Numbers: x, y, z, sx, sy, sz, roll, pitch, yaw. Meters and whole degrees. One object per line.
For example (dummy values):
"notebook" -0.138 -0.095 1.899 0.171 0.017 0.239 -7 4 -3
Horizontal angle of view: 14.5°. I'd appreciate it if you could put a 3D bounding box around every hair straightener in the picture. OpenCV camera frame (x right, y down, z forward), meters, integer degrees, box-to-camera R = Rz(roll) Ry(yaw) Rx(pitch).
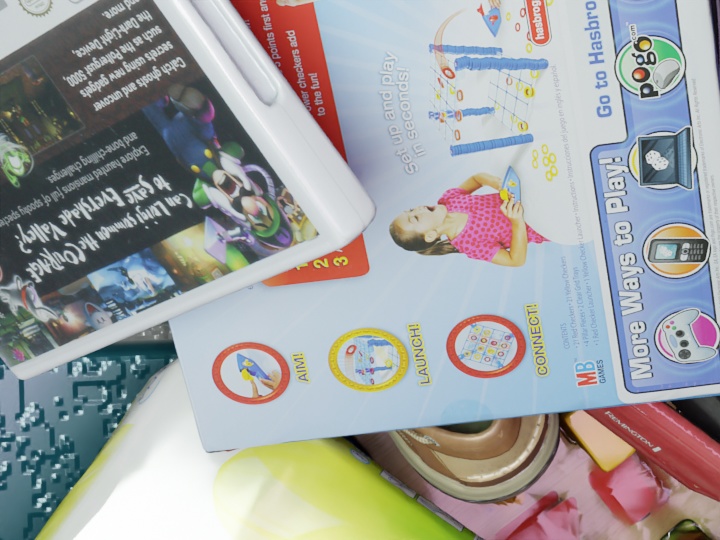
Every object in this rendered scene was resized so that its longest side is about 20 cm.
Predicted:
"hair straightener" 0.163 0.063 1.066 0.200 0.041 0.077 35 61 -6

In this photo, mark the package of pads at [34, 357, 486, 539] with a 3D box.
"package of pads" -0.061 0.145 1.050 0.154 0.068 0.200 36 84 3

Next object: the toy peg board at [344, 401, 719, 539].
"toy peg board" 0.085 0.089 1.120 0.200 0.098 0.199 -40 102 -2

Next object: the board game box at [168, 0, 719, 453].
"board game box" 0.024 -0.041 0.941 0.195 0.056 0.201 -6 125 8

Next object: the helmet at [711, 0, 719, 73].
"helmet" 0.162 -0.098 1.042 0.199 0.200 0.191 13 127 -10

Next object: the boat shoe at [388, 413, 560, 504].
"boat shoe" 0.000 0.000 1.068 0.076 0.074 0.200 -44 71 -3

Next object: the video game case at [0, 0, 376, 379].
"video game case" -0.107 -0.061 0.905 0.023 0.200 0.182 -44 104 -38
